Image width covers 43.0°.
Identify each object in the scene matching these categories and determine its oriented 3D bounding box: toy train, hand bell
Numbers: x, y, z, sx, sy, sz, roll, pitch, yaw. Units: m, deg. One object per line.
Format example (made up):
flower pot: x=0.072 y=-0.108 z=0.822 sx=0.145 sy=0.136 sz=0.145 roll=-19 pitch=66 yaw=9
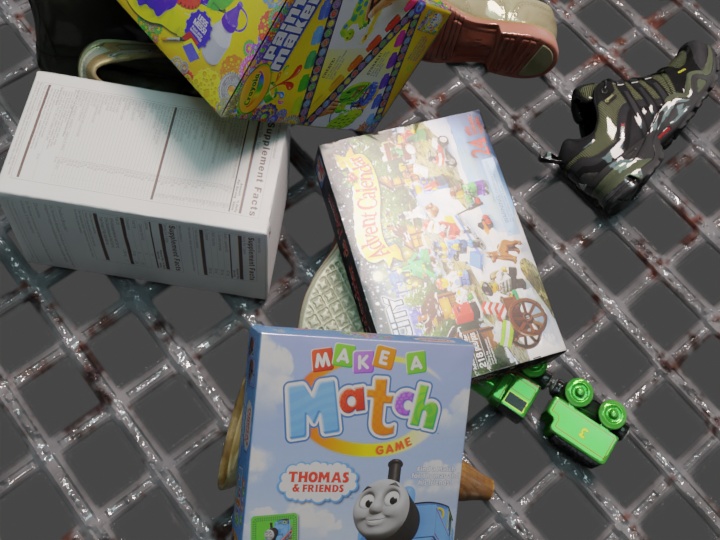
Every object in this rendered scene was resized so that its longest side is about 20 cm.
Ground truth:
toy train: x=0.116 y=0.083 z=0.715 sx=0.199 sy=0.042 sz=0.057 roll=33 pitch=76 yaw=10
hand bell: x=0.006 y=0.132 z=0.666 sx=0.197 sy=0.104 sz=0.105 roll=18 pitch=63 yaw=-11

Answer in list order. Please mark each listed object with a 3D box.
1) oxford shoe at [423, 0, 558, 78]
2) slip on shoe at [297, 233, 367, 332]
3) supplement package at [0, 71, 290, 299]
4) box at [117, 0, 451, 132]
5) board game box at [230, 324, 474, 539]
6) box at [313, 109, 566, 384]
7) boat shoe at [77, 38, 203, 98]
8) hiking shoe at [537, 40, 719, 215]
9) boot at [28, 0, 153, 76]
oxford shoe: x=0.089 y=-0.239 z=0.854 sx=0.197 sy=0.071 sz=0.075 roll=16 pitch=58 yaw=-9
slip on shoe: x=0.000 y=0.000 z=0.730 sx=0.073 sy=0.061 sz=0.203 roll=19 pitch=68 yaw=-4
supplement package: x=-0.159 y=-0.063 z=0.715 sx=0.197 sy=0.110 sz=0.115 roll=10 pitch=62 yaw=-1
box: x=-0.071 y=-0.221 z=0.700 sx=0.200 sy=0.123 sz=0.192 roll=48 pitch=27 yaw=22
board game box: x=-0.007 y=0.142 z=0.605 sx=0.149 sy=0.037 sz=0.203 roll=4 pitch=92 yaw=-19
box: x=0.057 y=-0.012 z=0.691 sx=0.135 sy=0.038 sz=0.203 roll=-14 pitch=74 yaw=-14
boat shoe: x=-0.129 y=-0.152 z=0.757 sx=0.197 sy=0.076 sz=0.073 roll=-4 pitch=105 yaw=-23
hiking shoe: x=0.244 y=-0.150 z=0.818 sx=0.100 sy=0.076 sz=0.201 roll=36 pitch=67 yaw=8
boot: x=-0.185 y=-0.229 z=0.776 sx=0.199 sy=0.139 sz=0.078 roll=-35 pitch=72 yaw=-21
